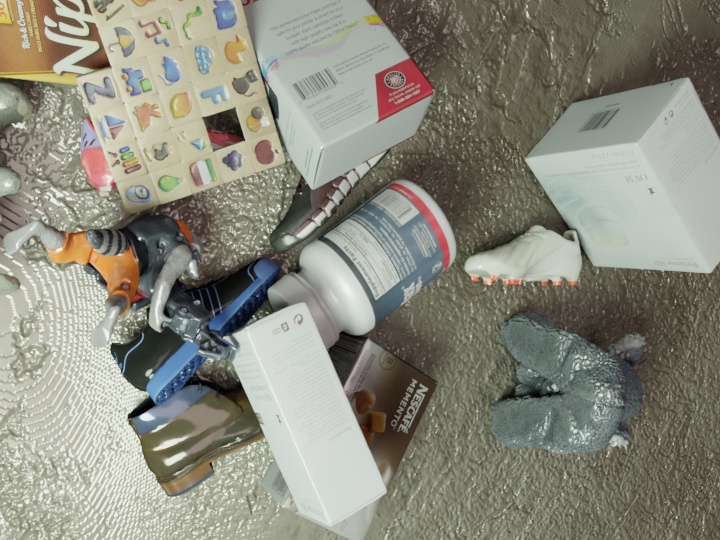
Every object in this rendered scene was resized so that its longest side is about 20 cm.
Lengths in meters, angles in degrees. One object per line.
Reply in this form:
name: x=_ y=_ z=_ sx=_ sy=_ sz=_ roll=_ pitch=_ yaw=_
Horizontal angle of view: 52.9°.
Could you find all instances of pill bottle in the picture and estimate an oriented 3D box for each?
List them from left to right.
pill bottle: x=0.000 y=0.000 z=0.807 sx=0.199 sy=0.119 sz=0.121 roll=-37 pitch=108 yaw=-19

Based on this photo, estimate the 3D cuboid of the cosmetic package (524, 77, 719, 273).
cosmetic package: x=0.355 y=-0.112 z=0.932 sx=0.123 sy=0.198 sz=0.201 roll=-47 pitch=110 yaw=-16

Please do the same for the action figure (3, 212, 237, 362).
action figure: x=-0.190 y=0.002 z=0.661 sx=0.198 sy=0.193 sz=0.106 roll=33 pitch=109 yaw=7

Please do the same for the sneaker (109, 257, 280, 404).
sneaker: x=-0.169 y=0.042 z=0.755 sx=0.077 sy=0.071 sz=0.200 roll=38 pitch=57 yaw=9

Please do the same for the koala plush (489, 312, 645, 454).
koala plush: x=0.302 y=0.159 z=0.950 sx=0.197 sy=0.182 sz=0.182 roll=9 pitch=89 yaw=-38

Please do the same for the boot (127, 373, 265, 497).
boot: x=-0.147 y=0.139 z=0.767 sx=0.199 sy=0.074 sz=0.098 roll=-38 pitch=111 yaw=-18

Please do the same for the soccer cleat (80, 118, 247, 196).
soccer cleat: x=-0.184 y=-0.125 z=0.742 sx=0.196 sy=0.066 sz=0.078 roll=-11 pitch=93 yaw=-23

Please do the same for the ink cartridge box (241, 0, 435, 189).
ink cartridge box: x=-0.041 y=-0.211 z=0.751 sx=0.144 sy=0.083 sz=0.202 roll=-29 pitch=76 yaw=-21

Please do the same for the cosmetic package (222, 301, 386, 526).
cosmetic package: x=-0.058 y=0.141 z=0.719 sx=0.073 sy=0.101 sz=0.204 roll=-23 pitch=90 yaw=-25

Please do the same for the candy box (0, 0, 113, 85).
candy box: x=-0.246 y=-0.236 z=0.677 sx=0.196 sy=0.057 sz=0.118 roll=0 pitch=129 yaw=-25

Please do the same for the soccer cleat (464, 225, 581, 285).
soccer cleat: x=0.212 y=-0.021 z=0.945 sx=0.197 sy=0.069 sz=0.080 roll=1 pitch=88 yaw=-33

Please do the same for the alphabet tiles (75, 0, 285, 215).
alphabet tiles: x=-0.174 y=-0.172 z=0.679 sx=0.164 sy=0.008 sz=0.204 roll=-19 pitch=114 yaw=-11

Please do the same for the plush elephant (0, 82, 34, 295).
plush elephant: x=-0.350 y=-0.064 z=0.602 sx=0.154 sy=0.165 sz=0.201 roll=38 pitch=92 yaw=18

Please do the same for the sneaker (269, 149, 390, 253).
sneaker: x=-0.059 y=-0.122 z=0.805 sx=0.116 sy=0.075 sz=0.201 roll=47 pitch=64 yaw=-14

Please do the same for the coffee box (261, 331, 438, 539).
coffee box: x=-0.011 y=0.187 z=0.834 sx=0.113 sy=0.079 sz=0.203 roll=33 pitch=79 yaw=-23
